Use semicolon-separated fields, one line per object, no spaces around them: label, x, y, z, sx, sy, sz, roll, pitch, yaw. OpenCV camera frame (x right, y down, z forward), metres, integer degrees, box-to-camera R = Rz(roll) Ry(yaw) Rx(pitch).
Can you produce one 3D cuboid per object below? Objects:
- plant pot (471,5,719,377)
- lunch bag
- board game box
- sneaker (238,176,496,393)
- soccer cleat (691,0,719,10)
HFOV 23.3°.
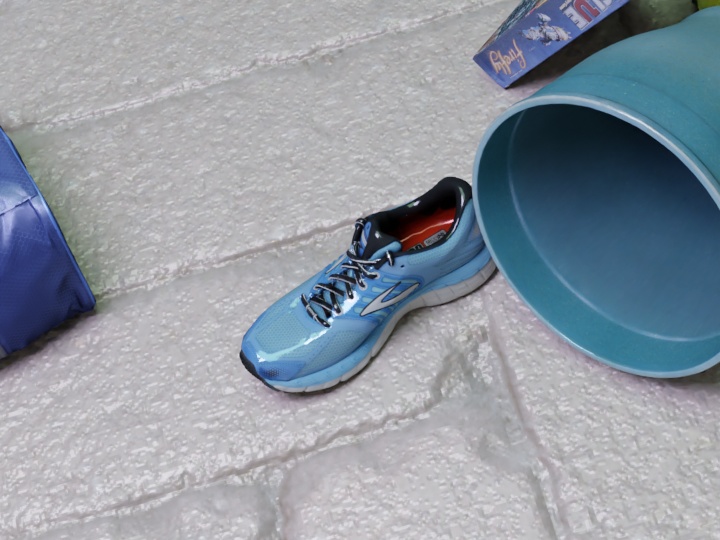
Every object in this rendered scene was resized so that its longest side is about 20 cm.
plant pot;0.205;-0.068;1.108;0.199;0.201;0.188;29;51;27
lunch bag;-0.287;-0.034;1.207;0.132;0.136;0.200;-29;54;-10
board game box;0.166;-0.210;1.212;0.035;0.200;0.136;44;69;-7
sneaker;0.000;0.000;1.155;0.199;0.090;0.078;-36;56;-12
soccer cleat;0.280;-0.279;1.278;0.083;0.065;0.202;5;78;15
